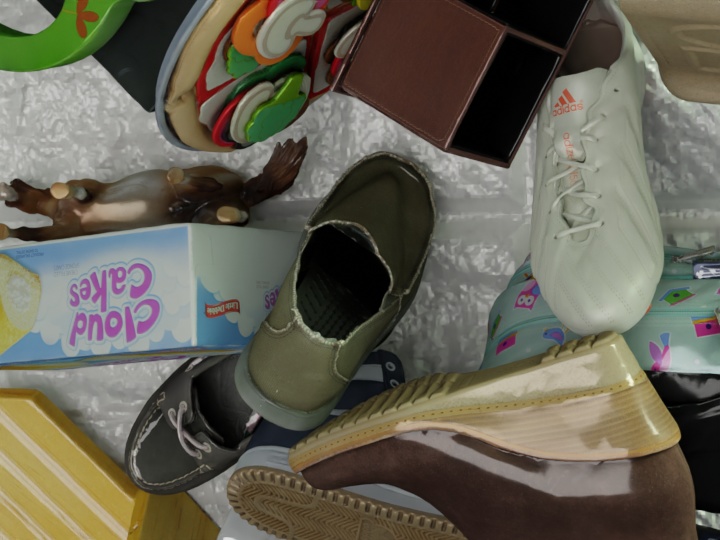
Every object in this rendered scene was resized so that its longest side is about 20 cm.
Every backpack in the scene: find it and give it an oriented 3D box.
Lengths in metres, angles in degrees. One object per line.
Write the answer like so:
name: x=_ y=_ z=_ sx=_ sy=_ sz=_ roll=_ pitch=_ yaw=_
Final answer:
backpack: x=0.160 y=0.062 z=1.023 sx=0.199 sy=0.127 sz=0.167 roll=4 pitch=136 yaw=19

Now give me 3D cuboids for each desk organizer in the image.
desk organizer: x=0.073 y=-0.158 z=0.964 sx=0.077 sy=0.072 sz=0.201 roll=33 pitch=103 yaw=32

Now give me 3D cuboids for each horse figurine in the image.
horse figurine: x=-0.122 y=-0.039 z=1.113 sx=0.199 sy=0.133 sz=0.050 roll=-6 pitch=90 yaw=5

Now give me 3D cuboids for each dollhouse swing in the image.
dollhouse swing: x=-0.209 y=0.206 z=1.175 sx=0.176 sy=0.182 sz=0.200 roll=39 pitch=114 yaw=-17

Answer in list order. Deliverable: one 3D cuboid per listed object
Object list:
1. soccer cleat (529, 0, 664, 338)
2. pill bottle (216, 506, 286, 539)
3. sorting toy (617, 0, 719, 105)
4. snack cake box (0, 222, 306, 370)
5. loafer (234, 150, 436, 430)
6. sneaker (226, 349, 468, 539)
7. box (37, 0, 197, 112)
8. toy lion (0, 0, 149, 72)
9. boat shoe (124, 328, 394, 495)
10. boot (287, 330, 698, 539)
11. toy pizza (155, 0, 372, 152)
soccer cleat: x=0.116 y=-0.057 z=0.988 sx=0.069 sy=0.201 sz=0.078 roll=-7 pitch=140 yaw=16
pill bottle: x=0.017 y=0.190 z=1.117 sx=0.199 sy=0.120 sz=0.120 roll=25 pitch=110 yaw=10
sorting toy: x=0.227 y=-0.112 z=0.940 sx=0.184 sy=0.200 sz=0.037 roll=8 pitch=84 yaw=16
snack cake box: x=-0.136 y=0.018 z=1.095 sx=0.199 sy=0.115 sz=0.068 roll=-7 pitch=83 yaw=33
loafer: x=0.000 y=0.000 z=1.034 sx=0.075 sy=0.200 sz=0.070 roll=30 pitch=135 yaw=-5
sneaker: x=0.036 y=0.114 z=1.061 sx=0.199 sy=0.109 sz=0.070 roll=20 pitch=134 yaw=3
box: x=-0.065 y=-0.202 z=1.023 sx=0.124 sy=0.148 sz=0.200 roll=44 pitch=112 yaw=7
toy lion: x=-0.139 y=-0.188 z=0.946 sx=0.191 sy=0.069 sz=0.201 roll=24 pitch=107 yaw=13
boat shoe: x=-0.067 y=0.066 z=1.132 sx=0.200 sy=0.057 sz=0.067 roll=-36 pitch=86 yaw=14
boot: x=0.072 y=0.131 z=0.959 sx=0.199 sy=0.072 sz=0.167 roll=-17 pitch=97 yaw=24
toy pizza: x=-0.021 y=-0.128 z=1.004 sx=0.032 sy=0.200 sz=0.200 roll=48 pitch=113 yaw=16
